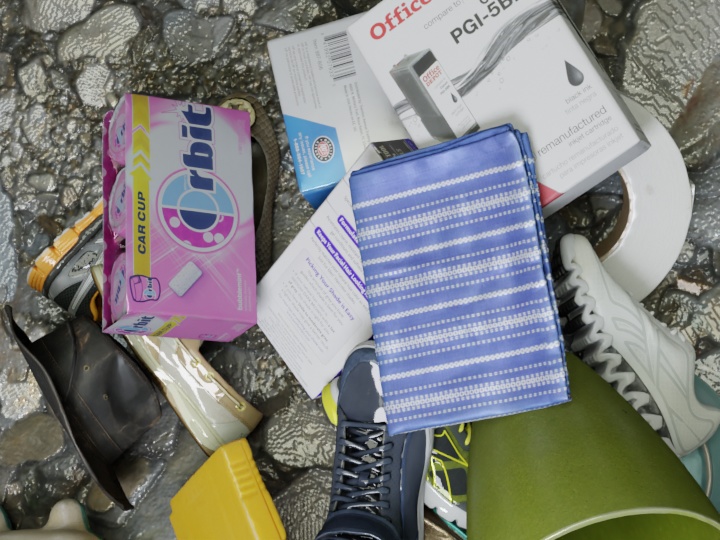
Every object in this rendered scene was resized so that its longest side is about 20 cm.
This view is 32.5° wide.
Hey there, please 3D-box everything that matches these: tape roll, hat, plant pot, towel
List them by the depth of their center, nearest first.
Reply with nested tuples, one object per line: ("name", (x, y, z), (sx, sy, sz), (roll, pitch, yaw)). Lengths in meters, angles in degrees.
("towel", (0.067, 0.007, 0.884), (0.144, 0.024, 0.202), (-13, 80, 23))
("plant pot", (0.150, 0.157, 0.895), (0.186, 0.188, 0.201), (-21, 41, 6))
("tape roll", (0.169, -0.055, 1.012), (0.200, 0.037, 0.205), (1, 105, 3))
("hat", (-0.219, 0.099, 1.038), (0.081, 0.201, 0.201), (-31, 73, -13))

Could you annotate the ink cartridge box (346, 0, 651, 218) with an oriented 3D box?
("ink cartridge box", (0.103, -0.139, 0.934), (0.146, 0.083, 0.201), (-34, 81, 17))

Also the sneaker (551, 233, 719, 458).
("sneaker", (0.215, 0.058, 0.980), (0.080, 0.075, 0.201), (-26, 88, -6))

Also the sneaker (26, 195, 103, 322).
("sneaker", (-0.207, -0.037, 1.118), (0.200, 0.078, 0.077), (-45, 89, 2))

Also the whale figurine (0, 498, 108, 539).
("whale figurine", (-0.269, 0.273, 1.057), (0.199, 0.104, 0.160), (19, 82, 39))

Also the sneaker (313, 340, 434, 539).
("sneaker", (0.001, 0.165, 0.909), (0.076, 0.146, 0.205), (0, 102, 21))

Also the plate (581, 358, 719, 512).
("plate", (0.217, 0.164, 1.007), (0.198, 0.026, 0.202), (-3, 77, 12))

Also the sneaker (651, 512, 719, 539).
("sneaker", (0.260, 0.278, 0.945), (0.114, 0.075, 0.202), (14, 94, 3))

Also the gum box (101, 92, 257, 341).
("gum box", (-0.153, -0.048, 1.033), (0.113, 0.066, 0.202), (6, 70, -29))

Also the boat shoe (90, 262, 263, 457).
("boat shoe", (-0.159, 0.068, 1.072), (0.066, 0.074, 0.201), (-35, 95, -10))

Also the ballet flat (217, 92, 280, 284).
("ballet flat", (-0.109, -0.068, 1.112), (0.067, 0.046, 0.202), (-3, 77, 10))

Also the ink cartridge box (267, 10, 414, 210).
("ink cartridge box", (0.034, -0.149, 1.081), (0.198, 0.084, 0.146), (-15, 77, 7))

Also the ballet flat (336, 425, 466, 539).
("ballet flat", (0.040, 0.204, 1.015), (0.200, 0.070, 0.065), (43, 106, 20))

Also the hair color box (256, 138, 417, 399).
("hair color box", (0.000, 0.000, 1.021), (0.110, 0.065, 0.200), (52, 124, 17))

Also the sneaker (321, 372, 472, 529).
("sneaker", (0.064, 0.133, 0.989), (0.199, 0.075, 0.085), (34, 114, -1))

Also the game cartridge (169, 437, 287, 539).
("game cartridge", (-0.089, 0.253, 0.982), (0.032, 0.176, 0.201), (-13, 72, -30))
